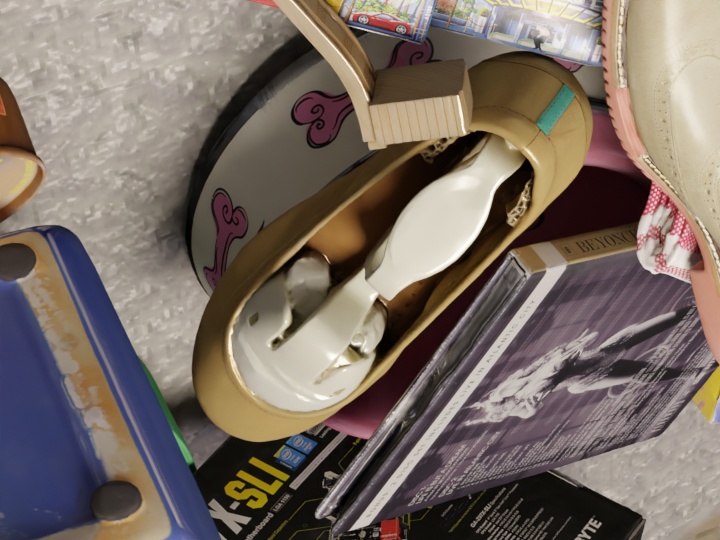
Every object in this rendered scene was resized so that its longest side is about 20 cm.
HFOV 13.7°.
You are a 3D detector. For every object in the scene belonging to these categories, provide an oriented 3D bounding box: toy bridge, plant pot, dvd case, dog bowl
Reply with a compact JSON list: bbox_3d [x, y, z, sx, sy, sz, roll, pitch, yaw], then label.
[{"bbox_3d":[-0.012,-0.124,0.946,0.067,0.027,0.200,-6,121,10],"label":"toy bridge"},{"bbox_3d":[-0.146,0.110,1.004,0.200,0.200,0.180,-16,142,-15],"label":"plant pot"},{"bbox_3d":[0.087,0.030,1.137,0.200,0.016,0.149,-13,148,-46],"label":"dvd case"},{"bbox_3d":[0.038,-0.013,1.156,0.200,0.074,0.200,-15,142,-12],"label":"dog bowl"}]

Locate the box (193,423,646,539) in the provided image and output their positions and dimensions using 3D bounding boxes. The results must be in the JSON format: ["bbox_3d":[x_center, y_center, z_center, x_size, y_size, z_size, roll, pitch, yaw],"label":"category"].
[{"bbox_3d":[-0.004,0.132,1.162,0.200,0.159,0.049,-47,154,-43],"label":"box"}]

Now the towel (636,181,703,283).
[{"bbox_3d":[0.169,-0.087,1.087,0.146,0.030,0.200,9,102,-52],"label":"towel"}]

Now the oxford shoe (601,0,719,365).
[{"bbox_3d":[0.140,-0.034,0.997,0.071,0.074,0.200,-40,126,-16],"label":"oxford shoe"}]

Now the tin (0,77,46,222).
[{"bbox_3d":[-0.187,-0.011,1.000,0.112,0.042,0.200,-2,158,-47],"label":"tin"}]

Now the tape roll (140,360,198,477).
[{"bbox_3d":[-0.163,0.102,1.187,0.200,0.048,0.201,-17,139,-16],"label":"tape roll"}]

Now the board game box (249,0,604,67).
[{"bbox_3d":[0.044,-0.171,0.967,0.200,0.062,0.200,13,123,-7],"label":"board game box"}]

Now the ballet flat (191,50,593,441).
[{"bbox_3d":[0.000,0.000,1.045,0.069,0.063,0.200,39,119,-7],"label":"ballet flat"}]

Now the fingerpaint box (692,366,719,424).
[{"bbox_3d":[0.221,-0.044,1.248,0.167,0.073,0.200,-10,135,-24],"label":"fingerpaint box"}]
